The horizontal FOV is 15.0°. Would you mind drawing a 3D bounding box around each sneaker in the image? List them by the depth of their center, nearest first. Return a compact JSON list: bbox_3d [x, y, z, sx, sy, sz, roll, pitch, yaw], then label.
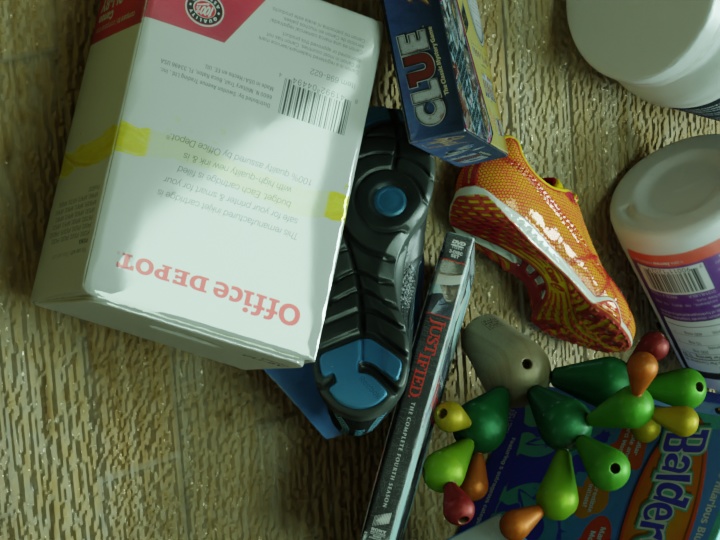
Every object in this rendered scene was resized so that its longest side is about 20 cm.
[{"bbox_3d":[0.000,0.000,1.608,0.082,0.073,0.200,95,3,-68],"label":"sneaker"},{"bbox_3d":[0.131,-0.015,1.787,0.200,0.073,0.077,51,50,-41],"label":"sneaker"}]

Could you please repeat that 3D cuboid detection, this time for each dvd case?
[{"bbox_3d":[0.036,0.084,1.674,0.146,0.022,0.200,77,28,-80],"label":"dvd case"}]

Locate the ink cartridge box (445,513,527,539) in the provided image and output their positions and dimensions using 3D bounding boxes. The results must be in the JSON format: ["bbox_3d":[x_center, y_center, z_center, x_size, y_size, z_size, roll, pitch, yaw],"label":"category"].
[{"bbox_3d":[0.065,0.266,1.707,0.115,0.068,0.200,-24,130,-21],"label":"ink cartridge box"}]

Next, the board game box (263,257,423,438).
[{"bbox_3d":[-0.036,-0.002,1.637,0.200,0.039,0.158,51,54,-41],"label":"board game box"}]

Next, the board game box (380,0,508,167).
[{"bbox_3d":[0.046,-0.135,1.601,0.200,0.035,0.136,13,65,-80],"label":"board game box"}]

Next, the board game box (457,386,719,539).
[{"bbox_3d":[0.160,0.159,1.747,0.045,0.200,0.152,39,67,-42],"label":"board game box"}]

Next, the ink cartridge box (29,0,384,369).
[{"bbox_3d":[-0.084,-0.058,1.501,0.145,0.083,0.200,18,76,-26],"label":"ink cartridge box"}]

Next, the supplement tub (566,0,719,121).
[{"bbox_3d":[0.247,-0.171,1.831,0.200,0.140,0.141,10,89,-47],"label":"supplement tub"}]

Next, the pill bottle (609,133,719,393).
[{"bbox_3d":[0.258,0.013,1.892,0.111,0.111,0.200,-51,129,-28],"label":"pill bottle"}]

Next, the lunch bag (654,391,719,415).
[{"bbox_3d":[0.236,0.186,1.930,0.200,0.094,0.151,46,63,-54],"label":"lunch bag"}]

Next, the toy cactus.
[{"bbox_3d":[0.112,0.079,1.701,0.200,0.165,0.102,-27,133,-14],"label":"toy cactus"}]
